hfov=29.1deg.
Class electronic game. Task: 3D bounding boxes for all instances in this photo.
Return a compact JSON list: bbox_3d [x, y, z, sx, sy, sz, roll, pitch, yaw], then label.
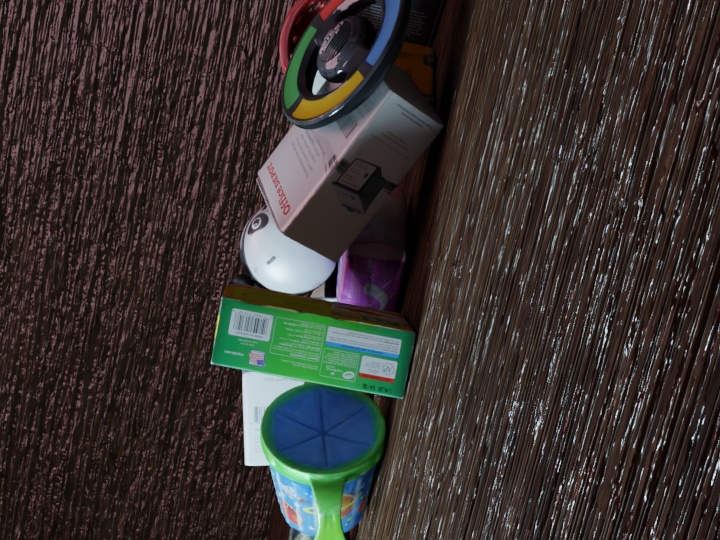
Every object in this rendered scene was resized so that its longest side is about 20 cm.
[{"bbox_3d":[-0.017,-0.244,1.520,0.199,0.041,0.202,-35,38,33],"label":"electronic game"}]

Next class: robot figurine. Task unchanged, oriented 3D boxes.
[{"bbox_3d":[-0.092,-0.030,1.744,0.200,0.123,0.152,171,110,-83],"label":"robot figurine"}]

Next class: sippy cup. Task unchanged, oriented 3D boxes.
[{"bbox_3d":[-0.040,0.213,1.501,0.178,0.138,0.131,-48,-29,-41],"label":"sippy cup"}]

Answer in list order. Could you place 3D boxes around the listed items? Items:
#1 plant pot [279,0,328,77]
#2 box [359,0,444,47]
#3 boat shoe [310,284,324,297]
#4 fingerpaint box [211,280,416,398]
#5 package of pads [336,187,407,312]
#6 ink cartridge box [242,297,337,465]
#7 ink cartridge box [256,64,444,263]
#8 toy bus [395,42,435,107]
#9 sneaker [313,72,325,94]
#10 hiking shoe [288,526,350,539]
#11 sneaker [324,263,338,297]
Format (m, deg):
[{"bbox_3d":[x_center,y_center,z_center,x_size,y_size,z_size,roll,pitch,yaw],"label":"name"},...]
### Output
[{"bbox_3d":[-0.015,-0.312,2.026,0.182,0.198,0.203,12,-91,-89],"label":"plant pot"},{"bbox_3d":[0.054,-0.408,1.838,0.197,0.122,0.202,111,169,-59],"label":"box"},{"bbox_3d":[-0.010,0.024,1.944,0.202,0.060,0.073,-39,22,55],"label":"boat shoe"},{"bbox_3d":[-0.051,0.071,1.447,0.167,0.197,0.074,-126,47,-84],"label":"fingerpaint box"},{"bbox_3d":[0.013,-0.016,1.648,0.200,0.075,0.122,-87,6,-67],"label":"package of pads"},{"bbox_3d":[-0.074,0.133,1.718,0.083,0.143,0.203,-126,35,-86],"label":"ink cartridge box"},{"bbox_3d":[-0.016,-0.134,1.547,0.201,0.085,0.147,-52,32,17],"label":"ink cartridge box"},{"bbox_3d":[0.053,-0.218,1.708,0.201,0.064,0.079,-85,7,-55],"label":"toy bus"},{"bbox_3d":[0.004,-0.202,1.778,0.073,0.200,0.071,-38,39,18],"label":"sneaker"},{"bbox_3d":[-0.044,0.360,1.571,0.101,0.075,0.203,-114,25,-69],"label":"hiking shoe"},{"bbox_3d":[0.000,0.000,1.802,0.082,0.073,0.202,-30,55,37],"label":"sneaker"}]
